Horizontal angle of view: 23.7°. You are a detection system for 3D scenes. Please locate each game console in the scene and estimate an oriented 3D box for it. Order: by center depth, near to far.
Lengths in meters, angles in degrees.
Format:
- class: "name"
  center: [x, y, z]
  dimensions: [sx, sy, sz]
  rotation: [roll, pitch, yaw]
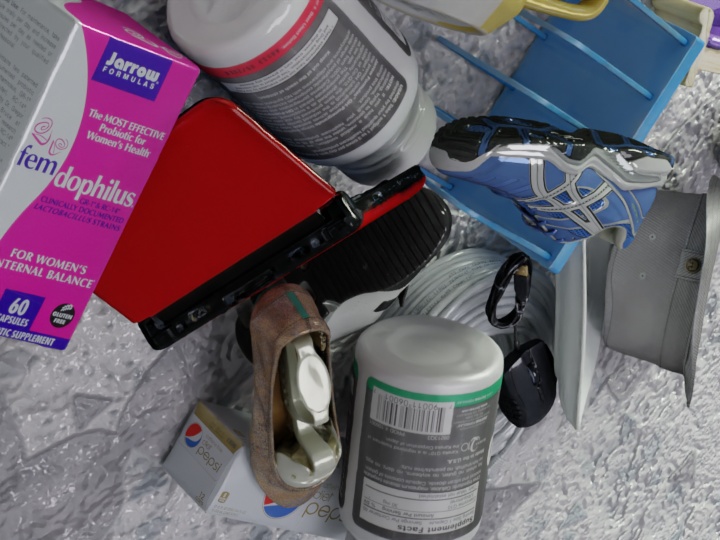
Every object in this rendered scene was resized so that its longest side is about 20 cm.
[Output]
- class: "game console"
  center: [-0.087, -0.043, 1.145]
  dimensions: [0.200, 0.119, 0.172]
  rotation: [-30, -178, 34]

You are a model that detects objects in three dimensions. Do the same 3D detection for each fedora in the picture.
- class: "fedora"
  center: [0.259, 0.011, 1.483]
  dimensions: [0.177, 0.090, 0.201]
  rotation: [-2, 103, -78]

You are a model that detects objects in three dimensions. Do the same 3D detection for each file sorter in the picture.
- class: "file sorter"
  center: [0.122, -0.130, 1.263]
  dimensions: [0.122, 0.139, 0.201]
  rotation: [25, 100, -44]

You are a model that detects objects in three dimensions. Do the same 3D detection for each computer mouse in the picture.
- class: "computer mouse"
  center: [0.132, 0.061, 1.359]
  dimensions: [0.059, 0.034, 0.200]
  rotation: [-35, 142, -17]

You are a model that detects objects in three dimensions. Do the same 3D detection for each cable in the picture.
- class: "cable"
  center: [0.084, 0.078, 1.422]
  dimensions: [0.200, 0.069, 0.200]
  rotation: [-51, 139, -3]

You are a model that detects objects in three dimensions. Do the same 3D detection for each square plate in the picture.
- class: "square plate"
  center: [0.183, -0.007, 1.403]
  dimensions: [0.200, 0.028, 0.199]
  rotation: [-67, 158, -55]

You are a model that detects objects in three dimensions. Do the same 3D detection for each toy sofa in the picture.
- class: "toy sofa"
  center: [0.339, -0.188, 1.402]
  dimensions: [0.199, 0.083, 0.098]
  rotation: [9, 106, -21]

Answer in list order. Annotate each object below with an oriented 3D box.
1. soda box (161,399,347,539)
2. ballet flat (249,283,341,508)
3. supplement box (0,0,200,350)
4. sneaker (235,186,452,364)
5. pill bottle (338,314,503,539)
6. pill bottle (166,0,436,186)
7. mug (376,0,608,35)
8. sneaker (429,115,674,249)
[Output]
- class: "soda box"
  center: [-0.057, 0.162, 1.353]
  dimensions: [0.200, 0.068, 0.064]
  rotation: [20, 103, -47]
- class: "ballet flat"
  center: [-0.044, 0.105, 1.229]
  dimensions: [0.068, 0.067, 0.201]
  rotation: [-24, 128, -23]
- class: "supplement box"
  center: [-0.200, -0.067, 1.044]
  dimensions: [0.101, 0.103, 0.201]
  rotation: [16, 105, -45]
- class: "sneaker"
  center: [0.000, 0.000, 1.263]
  dimensions: [0.200, 0.074, 0.088]
  rotation: [-35, 163, 31]
- class: "pill bottle"
  center: [0.042, 0.145, 1.303]
  dimensions: [0.113, 0.113, 0.201]
  rotation: [-12, 120, -36]
- class: "pill bottle"
  center: [-0.030, -0.138, 1.137]
  dimensions: [0.111, 0.111, 0.200]
  rotation: [-51, 138, -1]
- class: "mug"
  center: [0.085, -0.231, 1.103]
  dimensions: [0.149, 0.186, 0.154]
  rotation: [-11, 120, -86]
- class: "sneaker"
  center: [0.131, -0.058, 1.167]
  dimensions: [0.199, 0.076, 0.077]
  rotation: [7, 106, -33]
